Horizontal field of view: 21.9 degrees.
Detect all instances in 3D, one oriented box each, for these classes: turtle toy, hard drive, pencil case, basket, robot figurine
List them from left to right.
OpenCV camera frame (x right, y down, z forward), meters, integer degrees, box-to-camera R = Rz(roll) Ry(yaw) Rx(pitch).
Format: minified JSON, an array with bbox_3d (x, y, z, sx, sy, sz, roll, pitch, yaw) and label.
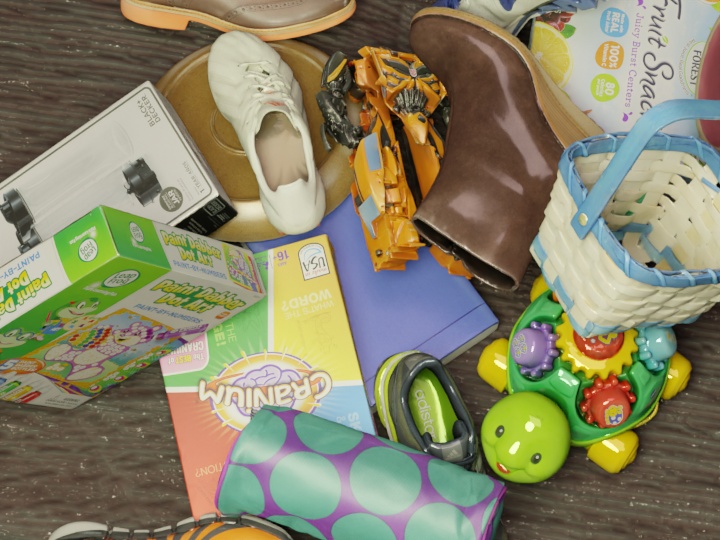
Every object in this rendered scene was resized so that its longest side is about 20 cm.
[{"bbox_3d":[0.000,0.000,1.487,0.131,0.025,0.201,-32,73,-14],"label":"hard drive"},{"bbox_3d":[0.001,0.162,1.328,0.198,0.093,0.086,18,50,6],"label":"pencil case"},{"bbox_3d":[0.040,-0.094,1.476,0.144,0.058,0.202,4,63,-35],"label":"robot figurine"},{"bbox_3d":[0.163,0.082,1.420,0.145,0.101,0.200,35,71,11],"label":"turtle toy"},{"bbox_3d":[0.221,-0.050,1.333,0.175,0.200,0.140,-3,56,-37],"label":"basket"}]

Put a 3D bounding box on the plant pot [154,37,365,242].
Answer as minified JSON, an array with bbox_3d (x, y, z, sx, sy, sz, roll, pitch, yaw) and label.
[{"bbox_3d":[-0.089,-0.116,1.511,0.198,0.028,0.202,-2,59,4],"label":"plant pot"}]

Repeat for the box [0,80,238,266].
[{"bbox_3d":[-0.210,-0.040,1.449,0.199,0.060,0.117,-35,72,2],"label":"box"}]

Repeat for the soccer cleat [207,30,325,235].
[{"bbox_3d":[-0.071,-0.120,1.451,0.069,0.078,0.201,-18,60,-6],"label":"soccer cleat"}]

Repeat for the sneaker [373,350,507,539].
[{"bbox_3d":[0.063,0.153,1.391,0.073,0.081,0.202,-21,82,-10],"label":"sneaker"}]

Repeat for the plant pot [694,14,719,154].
[{"bbox_3d":[0.366,-0.135,1.441,0.177,0.200,0.202,9,67,-16],"label":"plant pot"}]

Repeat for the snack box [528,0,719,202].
[{"bbox_3d":[0.220,-0.164,1.539,0.167,0.068,0.202,10,70,2],"label":"snack box"}]

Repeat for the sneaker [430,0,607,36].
[{"bbox_3d":[0.107,-0.243,1.492,0.115,0.198,0.081,28,55,-36],"label":"sneaker"}]

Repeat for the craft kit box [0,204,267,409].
[{"bbox_3d":[-0.198,0.032,1.336,0.197,0.200,0.049,-33,68,20],"label":"craft kit box"}]

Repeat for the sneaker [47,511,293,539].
[{"bbox_3d":[-0.145,0.232,1.332,0.198,0.112,0.078,-6,109,8],"label":"sneaker"}]

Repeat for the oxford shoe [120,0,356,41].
[{"bbox_3d":[-0.101,-0.239,1.542,0.198,0.074,0.072,3,34,-2],"label":"oxford shoe"}]

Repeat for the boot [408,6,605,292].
[{"bbox_3d":[0.085,-0.098,1.426,0.199,0.072,0.167,38,60,5],"label":"boot"}]

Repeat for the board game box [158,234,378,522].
[{"bbox_3d":[-0.072,0.089,1.423,0.151,0.040,0.202,-16,72,2],"label":"board game box"}]
